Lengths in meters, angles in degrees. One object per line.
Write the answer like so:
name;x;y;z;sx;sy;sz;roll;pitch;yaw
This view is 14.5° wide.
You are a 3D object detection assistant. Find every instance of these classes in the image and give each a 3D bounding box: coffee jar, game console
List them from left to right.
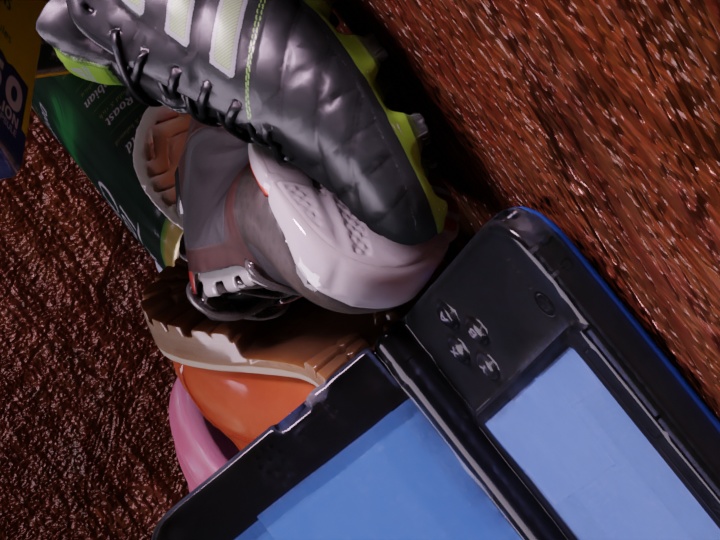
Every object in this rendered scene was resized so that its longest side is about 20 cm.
coffee jar;-0.077;-0.051;1.289;0.200;0.085;0.104;48;175;32
game console;0.049;0.109;0.865;0.200;0.118;0.171;51;157;5

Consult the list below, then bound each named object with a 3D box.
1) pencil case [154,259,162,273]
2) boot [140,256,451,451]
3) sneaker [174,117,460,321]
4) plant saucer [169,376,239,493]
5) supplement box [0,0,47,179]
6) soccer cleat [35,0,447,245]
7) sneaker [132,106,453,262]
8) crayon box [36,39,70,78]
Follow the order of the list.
pencil case;-0.017;0.031;1.341;0.200;0.083;0.091;48;171;36
boot;0.013;0.054;1.018;0.200;0.075;0.108;14;134;48
sneaker;-0.023;-0.011;0.982;0.077;0.082;0.200;19;-166;-17
plant saucer;-0.005;0.108;1.362;0.200;0.051;0.201;23;-154;-12
supplement box;-0.175;-0.129;0.972;0.109;0.109;0.201;57;-153;-45
soccer cleat;-0.050;-0.074;0.904;0.200;0.081;0.068;50;175;17
sneaker;0.000;0.000;1.123;0.200;0.071;0.080;45;-167;12
crayon box;-0.183;-0.106;1.223;0.200;0.127;0.051;4;102;51
